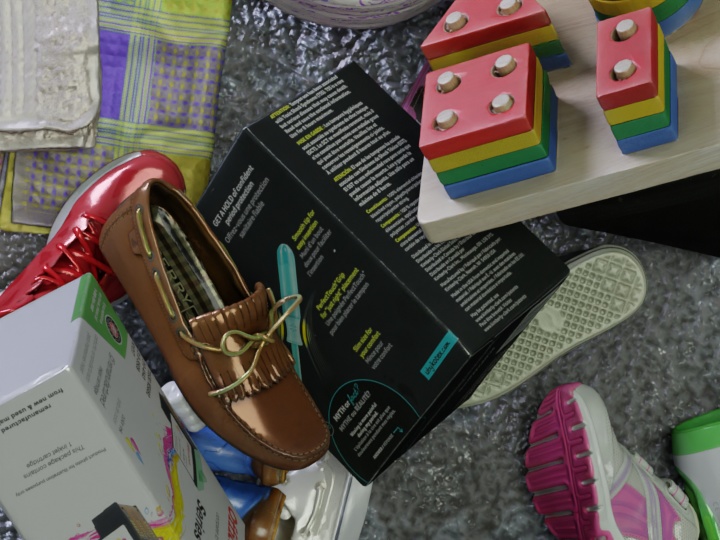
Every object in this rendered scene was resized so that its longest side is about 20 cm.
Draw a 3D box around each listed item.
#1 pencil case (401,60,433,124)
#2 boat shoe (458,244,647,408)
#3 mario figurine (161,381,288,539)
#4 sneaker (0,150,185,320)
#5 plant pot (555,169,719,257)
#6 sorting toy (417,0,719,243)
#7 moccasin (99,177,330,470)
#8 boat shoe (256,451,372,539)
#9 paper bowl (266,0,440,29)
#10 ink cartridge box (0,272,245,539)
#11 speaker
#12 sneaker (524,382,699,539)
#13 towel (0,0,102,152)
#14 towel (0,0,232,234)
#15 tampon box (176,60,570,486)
[{"bbox_3d":[0.078,-0.124,1.515,0.082,0.087,0.201,23,77,28],"label":"pencil case"},{"bbox_3d":[0.103,0.039,1.524,0.199,0.062,0.075,-25,96,1],"label":"boat shoe"},{"bbox_3d":[-0.148,0.134,1.412,0.198,0.106,0.125,10,76,3],"label":"mario figurine"},{"bbox_3d":[-0.179,0.011,1.413,0.078,0.116,0.200,39,89,-15],"label":"sneaker"},{"bbox_3d":[0.265,-0.122,1.481,0.199,0.177,0.202,10,81,-40],"label":"plant pot"},{"bbox_3d":[0.125,-0.132,1.354,0.198,0.200,0.070,-15,131,21],"label":"sorting toy"},{"bbox_3d":[-0.082,0.033,1.363,0.073,0.078,0.202,-21,75,-39],"label":"moccasin"},{"bbox_3d":[-0.036,0.152,1.477,0.069,0.071,0.202,14,88,-15],"label":"boat shoe"},{"bbox_3d":[-0.006,-0.263,1.492,0.199,0.104,0.203,1,80,-3],"label":"paper bowl"},{"bbox_3d":[-0.149,0.125,1.304,0.083,0.145,0.201,-27,110,8],"label":"ink cartridge box"},{"bbox_3d":[0.281,0.196,1.539,0.088,0.088,0.202,-18,91,-15],"label":"speaker"},{"bbox_3d":[0.181,0.167,1.523,0.088,0.081,0.202,-23,100,-30],"label":"sneaker"},{"bbox_3d":[-0.238,-0.175,1.457,0.131,0.034,0.202,-4,83,-1],"label":"towel"},{"bbox_3d":[-0.164,-0.113,1.491,0.142,0.023,0.202,11,83,-12],"label":"towel"},{"bbox_3d":[0.000,0.000,1.413,0.200,0.150,0.126,45,43,9],"label":"tampon box"}]
